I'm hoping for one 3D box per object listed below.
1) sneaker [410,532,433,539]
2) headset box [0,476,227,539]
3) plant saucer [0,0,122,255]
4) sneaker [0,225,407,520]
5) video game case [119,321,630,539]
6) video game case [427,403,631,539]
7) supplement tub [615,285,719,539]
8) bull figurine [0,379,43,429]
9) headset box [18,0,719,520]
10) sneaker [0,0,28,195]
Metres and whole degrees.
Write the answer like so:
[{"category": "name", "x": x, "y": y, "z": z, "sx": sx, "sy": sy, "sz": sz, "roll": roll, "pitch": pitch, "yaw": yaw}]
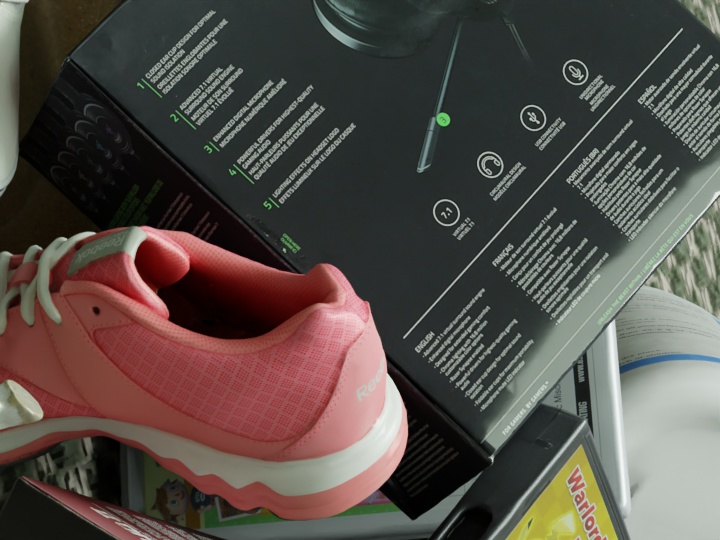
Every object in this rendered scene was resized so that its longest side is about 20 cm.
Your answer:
[{"category": "sneaker", "x": 0.029, "y": 0.148, "z": 1.109, "sx": 0.081, "sy": 0.075, "sz": 0.200, "roll": 50, "pitch": -12, "yaw": 25}, {"category": "headset box", "x": -0.067, "y": 0.159, "z": 0.901, "sx": 0.200, "sy": 0.077, "sz": 0.149, "roll": 27, "pitch": 90, "yaw": -55}, {"category": "plant saucer", "x": -0.139, "y": -0.085, "z": 0.980, "sx": 0.200, "sy": 0.035, "sz": 0.201, "roll": 29, "pitch": 55, "yaw": -52}, {"category": "sneaker", "x": -0.083, "y": 0.013, "z": 0.875, "sx": 0.087, "sy": 0.199, "sz": 0.074, "roll": 86, "pitch": 16, "yaw": -47}, {"category": "video game case", "x": 0.000, "y": 0.000, "z": 1.046, "sx": 0.022, "sy": 0.181, "sz": 0.201, "roll": 62, "pitch": 24, "yaw": -72}, {"category": "video game case", "x": 0.042, "y": 0.175, "z": 0.955, "sx": 0.181, "sy": 0.025, "sz": 0.200, "roll": -49, "pitch": 137, "yaw": -27}, {"category": "supplement tub", "x": 0.119, "y": 0.084, "z": 1.177, "sx": 0.200, "sy": 0.132, "sz": 0.132, "roll": -106, "pitch": 176, "yaw": -78}, {"category": "bull figurine", "x": -0.169, "y": 0.049, "z": 0.809, "sx": 0.200, "sy": 0.121, "sz": 0.065, "roll": 34, "pitch": 14, "yaw": -41}, {"category": "headset box", "x": 0.009, "y": -0.051, "z": 0.962, "sx": 0.200, "sy": 0.093, "sz": 0.174, "roll": 42, "pitch": 66, "yaw": -1}, {"category": "sneaker", "x": -0.124, "y": -0.119, "z": 0.912, "sx": 0.073, "sy": 0.071, "sz": 0.201, "roll": 15, "pitch": 66, "yaw": -57}]
